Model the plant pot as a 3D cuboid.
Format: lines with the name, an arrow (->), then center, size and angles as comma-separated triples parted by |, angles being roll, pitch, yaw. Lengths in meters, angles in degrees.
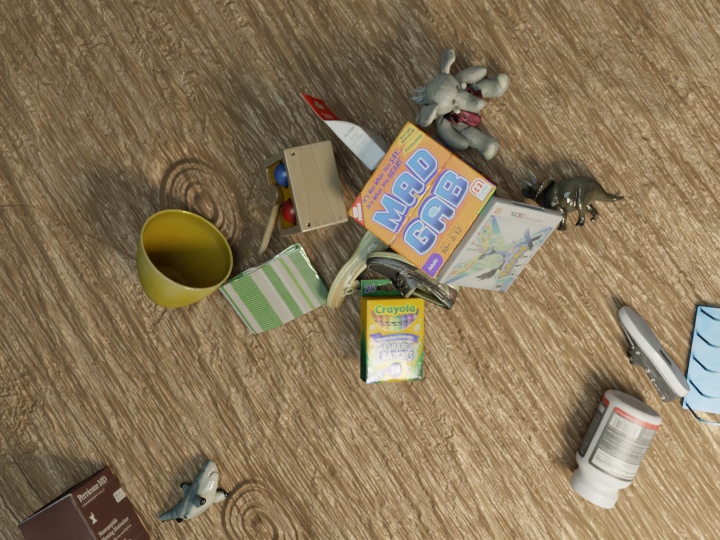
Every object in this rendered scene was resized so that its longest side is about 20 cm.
plant pot -> -0.384, -0.003, 1.584 | 0.200, 0.200, 0.142 | 44, 129, 3

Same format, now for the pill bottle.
pill bottle -> 0.489, 0.346, 1.473 | 0.114, 0.116, 0.203 | 24, 101, 7

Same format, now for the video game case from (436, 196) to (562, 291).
video game case -> 0.261, -0.044, 1.427 | 0.201, 0.179, 0.022 | -57, 42, 32

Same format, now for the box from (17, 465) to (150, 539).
box -> -0.612, 0.586, 1.695 | 0.162, 0.166, 0.202 | -30, 91, 14

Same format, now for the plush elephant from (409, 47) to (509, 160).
plush elephant -> 0.181, -0.320, 1.433 | 0.196, 0.155, 0.168 | 18, 96, 10

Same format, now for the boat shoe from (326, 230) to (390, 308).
boat shoe -> 0.001, -0.001, 1.554 | 0.063, 0.073, 0.202 | 35, 95, 10

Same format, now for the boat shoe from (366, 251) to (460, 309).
boat shoe -> 0.101, 0.021, 1.496 | 0.197, 0.072, 0.067 | 19, 67, -6

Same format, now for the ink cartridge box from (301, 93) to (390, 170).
ink cartridge box -> -0.016, -0.279, 1.477 | 0.047, 0.160, 0.200 | -42, 87, 14

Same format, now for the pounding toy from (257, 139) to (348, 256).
pounding toy -> -0.134, -0.139, 1.512 | 0.140, 0.199, 0.188 | -14, 94, -22

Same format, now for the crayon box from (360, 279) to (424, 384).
crayon box -> 0.064, 0.122, 1.540 | 0.123, 0.051, 0.205 | -2, 97, -16

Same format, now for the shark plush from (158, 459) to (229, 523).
shark plush -> -0.377, 0.510, 1.712 | 0.200, 0.090, 0.084 | -45, 66, 33

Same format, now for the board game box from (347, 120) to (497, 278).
board game box -> 0.125, -0.137, 1.445 | 0.198, 0.200, 0.202 | 36, 102, 5

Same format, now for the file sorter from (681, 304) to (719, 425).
file sorter -> 0.694, 0.183, 1.410 | 0.136, 0.123, 0.205 | 7, 98, 11

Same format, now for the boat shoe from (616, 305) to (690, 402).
boat shoe -> 0.551, 0.166, 1.469 | 0.066, 0.070, 0.201 | -40, 85, 32

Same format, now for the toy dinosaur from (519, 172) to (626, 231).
toy dinosaur -> 0.407, -0.138, 1.454 | 0.196, 0.077, 0.104 | -5, 109, 16

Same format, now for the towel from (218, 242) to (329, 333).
towel -> -0.177, 0.044, 1.592 | 0.197, 0.024, 0.154 | -26, 117, 11
